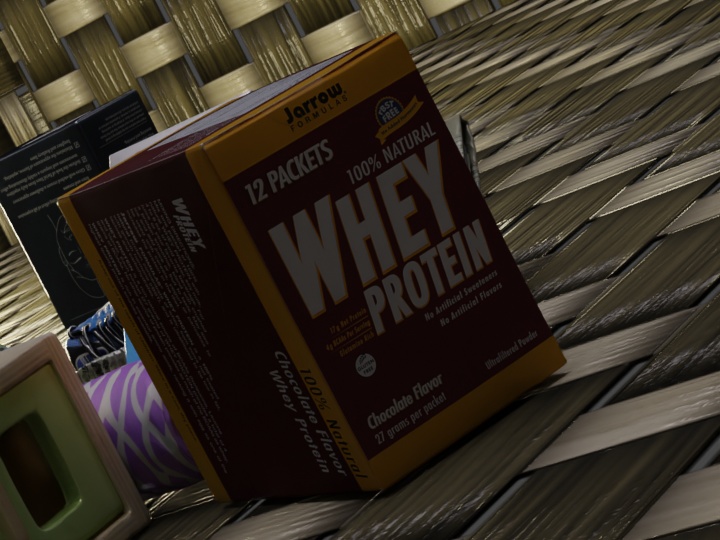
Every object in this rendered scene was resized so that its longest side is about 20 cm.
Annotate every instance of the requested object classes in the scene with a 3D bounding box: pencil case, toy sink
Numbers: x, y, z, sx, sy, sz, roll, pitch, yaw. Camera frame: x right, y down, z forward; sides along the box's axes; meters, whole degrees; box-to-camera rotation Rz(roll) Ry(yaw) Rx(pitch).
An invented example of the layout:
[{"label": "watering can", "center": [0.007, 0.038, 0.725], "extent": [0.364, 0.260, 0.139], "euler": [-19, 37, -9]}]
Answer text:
[{"label": "pencil case", "center": [-0.137, 0.099, 1.478], "extent": [0.199, 0.084, 0.085], "euler": [-21, 6, 46]}, {"label": "toy sink", "center": [-0.232, 0.142, 1.373], "extent": [0.112, 0.131, 0.200], "euler": [-21, 10, 38]}]

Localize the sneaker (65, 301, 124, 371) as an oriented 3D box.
[{"label": "sneaker", "center": [-0.168, 0.053, 1.814], "extent": [0.089, 0.079, 0.200], "euler": [-31, -14, -21]}]

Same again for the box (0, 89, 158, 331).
[{"label": "box", "center": [-0.258, -0.055, 2.445], "extent": [0.148, 0.201, 0.107], "euler": [-20, 10, 38]}]

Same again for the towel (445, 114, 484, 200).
[{"label": "towel", "center": [-0.001, 0.005, 1.559], "extent": [0.199, 0.035, 0.193], "euler": [-29, 33, 20]}]

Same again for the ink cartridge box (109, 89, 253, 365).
[{"label": "ink cartridge box", "center": [-0.093, -0.032, 1.539], "extent": [0.114, 0.201, 0.068], "euler": [-23, -33, 22]}]

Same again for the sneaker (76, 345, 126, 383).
[{"label": "sneaker", "center": [-0.112, 0.061, 1.702], "extent": [0.199, 0.070, 0.099], "euler": [-16, 5, 43]}]

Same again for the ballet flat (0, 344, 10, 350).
[{"label": "ballet flat", "center": [-0.342, 0.095, 2.286], "extent": [0.074, 0.075, 0.200], "euler": [-30, 12, -20]}]

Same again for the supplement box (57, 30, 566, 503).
[{"label": "supplement box", "center": [-0.030, 0.005, 1.307], "extent": [0.132, 0.198, 0.200], "euler": [-32, 8, -28]}]
